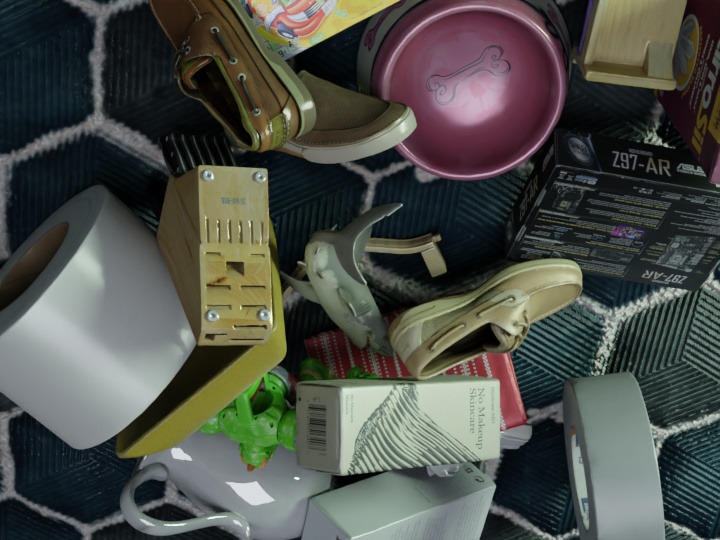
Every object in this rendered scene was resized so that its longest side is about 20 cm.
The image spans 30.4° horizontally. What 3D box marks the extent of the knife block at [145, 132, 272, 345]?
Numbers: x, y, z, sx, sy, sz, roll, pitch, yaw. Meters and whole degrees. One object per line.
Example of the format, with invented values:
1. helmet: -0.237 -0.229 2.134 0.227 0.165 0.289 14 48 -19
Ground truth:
1. knife block: -0.140 -0.027 1.163 0.064 0.175 0.201 1 81 -25

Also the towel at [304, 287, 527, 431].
1. towel: 0.056 0.109 1.322 0.199 0.022 0.146 -16 87 6

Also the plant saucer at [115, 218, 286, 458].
1. plant saucer: -0.138 0.067 1.226 0.200 0.200 0.048 -39 119 18

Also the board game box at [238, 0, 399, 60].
1. board game box: -0.027 -0.274 1.117 0.199 0.034 0.135 -26 104 12

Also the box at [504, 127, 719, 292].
1. box: 0.250 -0.052 1.225 0.199 0.044 0.160 9 148 -7

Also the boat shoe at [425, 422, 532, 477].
1. boat shoe: 0.075 0.177 1.356 0.199 0.072 0.069 3 88 -4

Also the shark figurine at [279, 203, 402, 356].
1. shark figurine: -0.011 -0.016 1.216 0.090 0.128 0.215 -47 158 -19

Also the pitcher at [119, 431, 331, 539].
1. pitcher: -0.137 0.213 1.324 0.199 0.172 0.121 25 134 -15

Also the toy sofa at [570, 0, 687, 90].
1. toy sofa: 0.238 -0.261 1.115 0.082 0.098 0.201 5 120 -7

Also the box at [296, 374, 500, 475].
1. box: 0.037 0.140 1.219 0.199 0.068 0.083 0 89 -40

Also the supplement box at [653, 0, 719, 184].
1. supplement box: 0.330 -0.165 1.115 0.102 0.200 0.132 6 118 -6

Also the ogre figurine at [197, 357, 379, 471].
1. ogre figurine: -0.089 0.124 1.268 0.199 0.120 0.099 25 123 10

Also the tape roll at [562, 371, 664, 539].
1. tape roll: 0.250 0.204 1.320 0.066 0.201 0.201 -8 120 2

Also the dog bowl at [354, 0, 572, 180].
1. dog bowl: 0.095 -0.169 1.175 0.199 0.074 0.201 -1 119 -2

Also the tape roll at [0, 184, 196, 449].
1. tape roll: -0.250 0.041 1.205 0.202 0.203 0.139 -38 115 18

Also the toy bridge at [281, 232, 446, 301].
1. toy bridge: -0.013 0.004 1.294 0.199 0.027 0.067 -23 117 10

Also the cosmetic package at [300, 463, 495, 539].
1. cosmetic package: 0.037 0.265 1.362 0.199 0.071 0.102 -12 127 -39

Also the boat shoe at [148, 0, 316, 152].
1. boat shoe: -0.123 -0.180 1.101 0.068 0.200 0.072 -30 155 -32

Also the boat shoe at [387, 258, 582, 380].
1. boat shoe: 0.126 0.050 1.237 0.199 0.065 0.071 -21 142 -13

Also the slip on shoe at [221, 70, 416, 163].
1. slip on shoe: -0.044 -0.140 1.144 0.199 0.076 0.061 11 132 39
